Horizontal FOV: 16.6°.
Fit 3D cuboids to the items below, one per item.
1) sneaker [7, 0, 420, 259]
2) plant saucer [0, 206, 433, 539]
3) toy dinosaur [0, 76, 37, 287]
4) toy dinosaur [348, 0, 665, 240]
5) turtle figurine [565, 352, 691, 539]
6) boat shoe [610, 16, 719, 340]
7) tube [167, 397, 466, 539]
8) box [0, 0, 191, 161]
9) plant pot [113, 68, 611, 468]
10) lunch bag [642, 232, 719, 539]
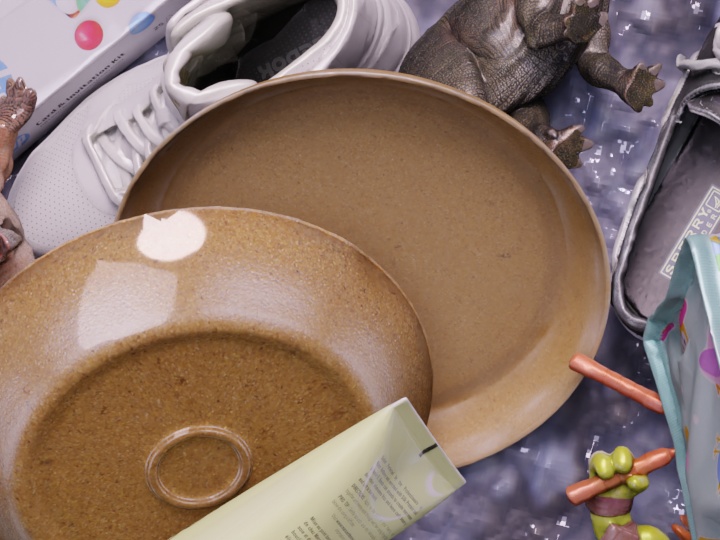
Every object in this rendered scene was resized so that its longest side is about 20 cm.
[{"bbox_3d":[-0.078,-0.068,1.014,0.199,0.116,0.074,-31,80,11],"label":"sneaker"},{"bbox_3d":[-0.065,0.067,0.965,0.199,0.201,0.036,-29,37,9],"label":"plant saucer"},{"bbox_3d":[-0.180,0.010,0.997,0.086,0.135,0.200,47,135,13],"label":"toy dinosaur"},{"bbox_3d":[0.058,-0.085,1.009,0.201,0.077,0.102,-57,37,14],"label":"toy dinosaur"},{"bbox_3d":[0.115,0.143,0.956,0.200,0.064,0.161,46,63,1],"label":"turtle figurine"},{"bbox_3d":[0.154,-0.064,0.979,0.073,0.068,0.200,33,93,15],"label":"boat shoe"},{"bbox_3d":[-0.053,0.120,0.954,0.199,0.058,0.052,-33,96,3],"label":"tube"},{"bbox_3d":[-0.128,-0.168,1.075,0.200,0.041,0.156,-38,76,9],"label":"box"},{"bbox_3d":[0.000,0.000,0.978,0.198,0.028,0.201,2,127,3],"label":"plant pot"},{"bbox_3d":[0.206,0.085,0.892,0.169,0.122,0.201,-8,68,-8],"label":"lunch bag"}]
